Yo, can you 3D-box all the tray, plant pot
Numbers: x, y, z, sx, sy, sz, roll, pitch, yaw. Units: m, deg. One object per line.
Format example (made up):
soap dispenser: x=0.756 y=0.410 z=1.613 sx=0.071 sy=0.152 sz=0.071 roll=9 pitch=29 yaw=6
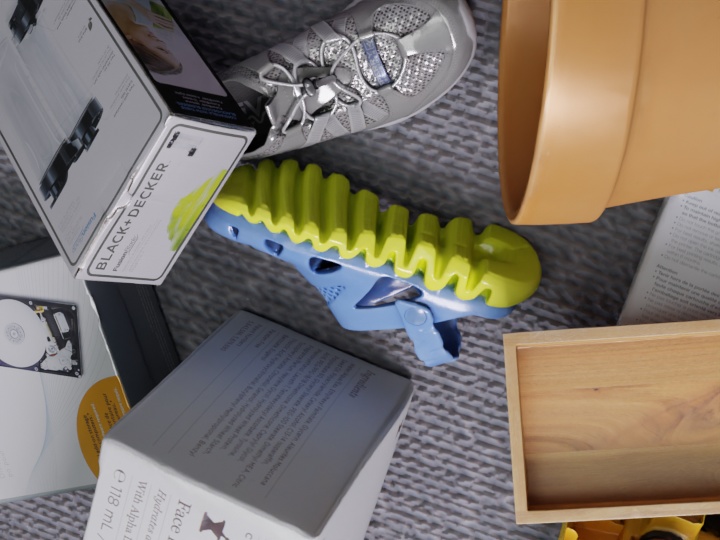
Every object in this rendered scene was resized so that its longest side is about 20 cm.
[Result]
tray: x=0.178 y=0.076 z=0.730 sx=0.198 sy=0.037 sz=0.099 roll=-4 pitch=84 yaw=7
plant pot: x=0.146 y=-0.119 z=0.680 sx=0.139 sy=0.200 sz=0.202 roll=3 pitch=111 yaw=0

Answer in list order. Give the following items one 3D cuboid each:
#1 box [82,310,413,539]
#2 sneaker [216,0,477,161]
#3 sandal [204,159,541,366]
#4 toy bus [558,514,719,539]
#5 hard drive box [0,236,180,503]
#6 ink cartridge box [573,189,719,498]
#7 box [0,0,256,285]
box: x=-0.075 y=0.164 z=0.839 sx=0.130 sy=0.200 sz=0.200 roll=22 pitch=114 yaw=10
sneaker: x=-0.025 y=-0.099 z=0.792 sx=0.199 sy=0.082 sz=0.075 roll=-23 pitch=102 yaw=25
sandal: x=0.000 y=0.000 z=0.817 sx=0.199 sy=0.080 sz=0.087 roll=21 pitch=123 yaw=1
toy bus: x=0.197 y=0.223 z=0.818 sx=0.199 sy=0.136 sz=0.193 roll=19 pitch=132 yaw=9
hard drive box: x=-0.227 y=0.067 z=0.923 sx=0.199 sy=0.077 sz=0.157 roll=-13 pitch=104 yaw=22
ink cartridge box: x=0.242 y=0.040 z=0.763 sx=0.198 sy=0.041 sz=0.201 roll=22 pitch=89 yaw=9
box: x=-0.150 y=-0.100 z=0.789 sx=0.117 sy=0.060 sz=0.200 roll=-55 pitch=52 yaw=25
